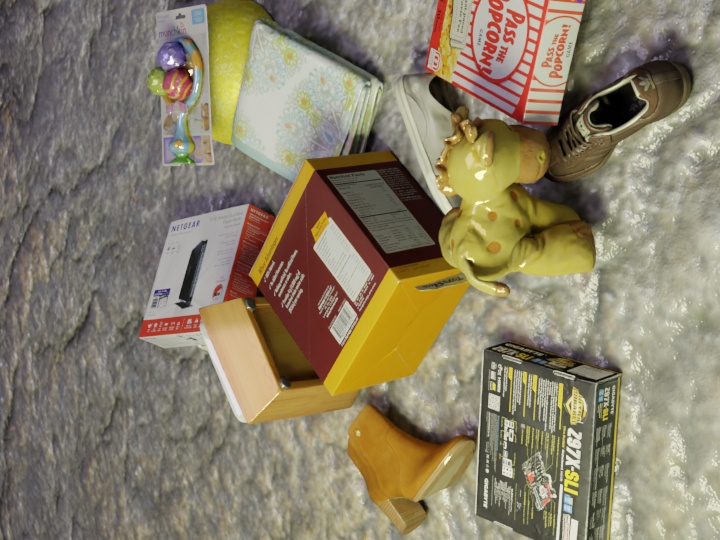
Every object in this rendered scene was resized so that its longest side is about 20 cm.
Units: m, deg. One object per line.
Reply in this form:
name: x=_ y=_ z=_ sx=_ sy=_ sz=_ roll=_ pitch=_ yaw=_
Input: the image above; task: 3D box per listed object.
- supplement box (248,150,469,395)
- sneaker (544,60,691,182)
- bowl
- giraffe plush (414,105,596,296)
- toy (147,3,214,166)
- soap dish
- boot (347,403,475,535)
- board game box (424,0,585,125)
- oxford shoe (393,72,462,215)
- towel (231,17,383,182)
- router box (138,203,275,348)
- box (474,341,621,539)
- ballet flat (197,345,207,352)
supplement box: x=0.000 y=0.000 z=1.529 sx=0.200 sy=0.132 sz=0.198 roll=53 pitch=133 yaw=28
sneaker: x=0.229 y=-0.148 z=1.276 sx=0.200 sy=0.075 sz=0.071 roll=-38 pitch=70 yaw=46
bowl: x=-0.199 y=-0.263 z=1.729 sx=0.200 sy=0.107 sz=0.201 roll=12 pitch=106 yaw=48
giraffe plush: x=0.134 y=-0.080 z=1.294 sx=0.172 sy=0.199 sz=0.163 roll=18 pitch=119 yaw=48
toy: x=-0.239 y=-0.233 z=1.661 sx=0.115 sy=0.047 sz=0.201 roll=4 pitch=101 yaw=47
soap dish: x=-0.093 y=0.103 z=1.617 sx=0.081 sy=0.200 sz=0.158 roll=-36 pitch=70 yaw=32
boot: x=0.049 y=0.214 z=1.562 sx=0.144 sy=0.071 sz=0.201 roll=54 pitch=138 yaw=24
board game box: x=0.147 y=-0.252 z=1.339 sx=0.200 sy=0.046 sz=0.152 roll=41 pitch=126 yaw=53
oxford shoe: x=0.097 y=-0.134 z=1.445 sx=0.058 sy=0.075 sz=0.201 roll=-24 pitch=79 yaw=20
towel: x=-0.071 y=-0.197 z=1.613 sx=0.200 sy=0.048 sz=0.172 roll=32 pitch=120 yaw=26
router box: x=-0.213 y=0.011 z=1.786 sx=0.200 sy=0.049 sz=0.180 roll=-9 pitch=62 yaw=49
box: x=0.199 y=0.192 z=1.402 sx=0.159 sy=0.049 sz=0.201 roll=14 pitch=108 yaw=45
ballet flat: x=-0.189 y=0.084 z=1.814 sx=0.200 sy=0.072 sz=0.068 roll=-16 pitch=87 yaw=50
